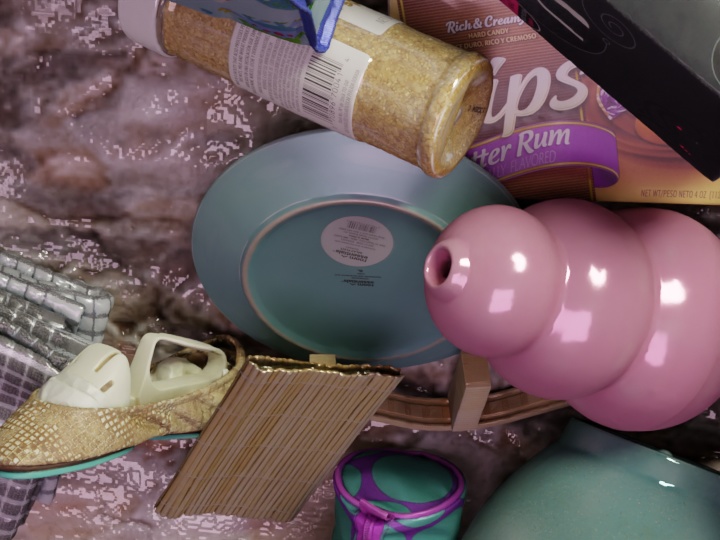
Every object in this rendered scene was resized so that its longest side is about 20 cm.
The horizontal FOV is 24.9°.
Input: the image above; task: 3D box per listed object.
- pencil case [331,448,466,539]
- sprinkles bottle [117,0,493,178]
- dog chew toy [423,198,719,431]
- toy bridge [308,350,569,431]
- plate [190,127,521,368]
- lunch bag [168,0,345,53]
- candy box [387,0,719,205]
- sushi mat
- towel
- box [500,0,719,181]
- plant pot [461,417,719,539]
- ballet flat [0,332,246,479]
[{"bbox_3d":[0.012,0.212,1.034,0.084,0.092,0.202,19,116,23],"label":"pencil case"},{"bbox_3d":[-0.030,-0.116,0.855,0.199,0.068,0.069,26,118,19],"label":"sprinkles bottle"},{"bbox_3d":[0.116,0.017,0.879,0.199,0.125,0.125,14,120,-35],"label":"dog chew toy"},{"bbox_3d":[0.065,0.073,0.983,0.198,0.027,0.067,-2,150,-7],"label":"toy bridge"},{"bbox_3d":[0.000,0.000,0.933,0.198,0.026,0.201,3,138,3],"label":"plate"},{"bbox_3d":[-0.065,-0.232,0.795,0.169,0.127,0.202,18,85,10],"label":"lunch bag"},{"bbox_3d":[0.113,-0.101,0.898,0.198,0.057,0.118,2,116,2],"label":"candy box"},{"bbox_3d":[-0.052,0.105,0.970,0.095,0.012,0.200,4,147,-22],"label":"sushi mat"},{"bbox_3d":[-0.266,0.066,0.992,0.198,0.086,0.167,22,116,-6],"label":"towel"},{"bbox_3d":[0.138,-0.154,0.788,0.200,0.122,0.106,41,85,7],"label":"box"},{"bbox_3d":[0.157,0.168,0.962,0.199,0.200,0.135,21,88,-5],"label":"plant pot"},{"bbox_3d":[-0.136,0.070,0.943,0.070,0.199,0.066,12,102,32],"label":"ballet flat"}]
